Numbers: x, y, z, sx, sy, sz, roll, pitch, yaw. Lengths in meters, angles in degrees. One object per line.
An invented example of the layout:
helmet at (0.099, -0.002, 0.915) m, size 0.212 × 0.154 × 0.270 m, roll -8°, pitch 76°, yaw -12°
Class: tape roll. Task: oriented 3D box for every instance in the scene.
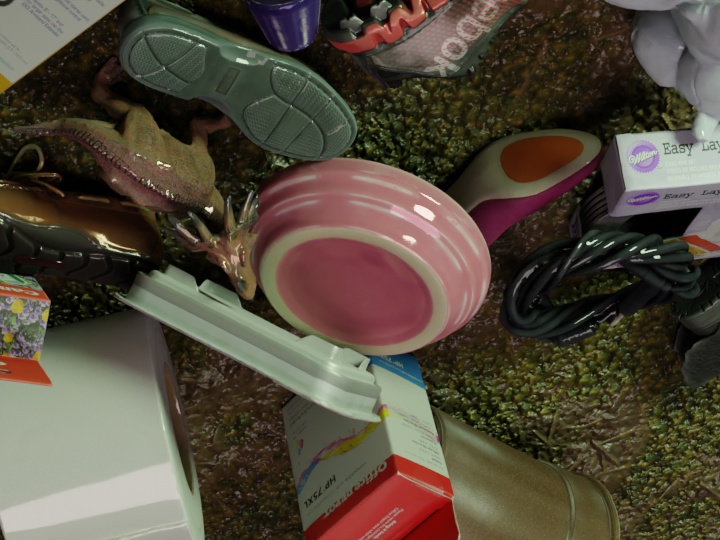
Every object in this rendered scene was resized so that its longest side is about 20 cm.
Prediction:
tape roll at (-0.209, 0.140, 1.384) m, size 0.138 × 0.204 × 0.204 m, roll -13°, pitch 134°, yaw -3°

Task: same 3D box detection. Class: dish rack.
dish rack at (-0.075, 0.051, 1.323) m, size 0.044 × 0.199 × 0.172 m, roll -64°, pitch 166°, yaw 0°

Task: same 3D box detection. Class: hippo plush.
hippo plush at (0.267, -0.189, 1.240) m, size 0.159 × 0.199 × 0.161 m, roll -48°, pitch 154°, yaw -10°

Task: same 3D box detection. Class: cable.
cable at (0.191, 0.016, 1.401) m, size 0.161 × 0.051 × 0.200 m, roll -11°, pitch 161°, yaw 9°

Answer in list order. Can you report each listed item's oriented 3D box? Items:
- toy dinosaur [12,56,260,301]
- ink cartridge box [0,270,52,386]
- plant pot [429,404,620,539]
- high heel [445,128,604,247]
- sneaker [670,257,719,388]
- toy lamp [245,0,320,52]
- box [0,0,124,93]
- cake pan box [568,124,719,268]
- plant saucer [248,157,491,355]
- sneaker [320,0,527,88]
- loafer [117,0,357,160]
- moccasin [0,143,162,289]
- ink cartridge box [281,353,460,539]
toy dinosaur at (-0.143, -0.068, 1.252) m, size 0.199 × 0.136 × 0.086 m, roll 22°, pitch 124°, yaw -29°
ink cartridge box at (-0.283, 0.028, 1.265) m, size 0.108 × 0.200 × 0.051 m, roll 9°, pitch 99°, yaw -21°
plant pot at (0.091, 0.228, 1.556) m, size 0.197 × 0.201 × 0.200 m, roll 33°, pitch 118°, yaw -28°
high heel at (0.107, -0.045, 1.391) m, size 0.198 × 0.068 × 0.096 m, roll -19°, pitch 141°, yaw 14°
sneaker at (0.346, 0.026, 1.516) m, size 0.199 × 0.060 × 0.104 m, roll -31°, pitch 131°, yaw 22°
toy lamp at (-0.063, -0.236, 1.174) m, size 0.058 × 0.058 × 0.201 m, roll -13°, pitch 131°, yaw -2°
box at (-0.211, -0.214, 1.168) m, size 0.199 × 0.042 × 0.119 m, roll -34°, pitch 131°, yaw 14°
cake pan box at (0.268, -0.058, 1.369) m, size 0.198 × 0.053 × 0.184 m, roll -5°, pitch 160°, yaw -8°
plant saucer at (0.000, 0.000, 1.358) m, size 0.198 × 0.051 × 0.202 m, roll 11°, pitch 140°, yaw 9°
sneaker at (0.076, -0.190, 1.238) m, size 0.199 × 0.071 × 0.098 m, roll -24°, pitch 133°, yaw 12°
loafer at (-0.085, -0.144, 1.253) m, size 0.199 × 0.063 × 0.072 m, roll 24°, pitch 123°, yaw -35°
moccasin at (-0.240, -0.043, 1.301) m, size 0.199 × 0.078 × 0.074 m, roll 9°, pitch 145°, yaw -26°
ink cartridge box at (0.006, 0.166, 1.460) m, size 0.067 × 0.201 × 0.116 m, roll 28°, pitch 121°, yaw -33°
